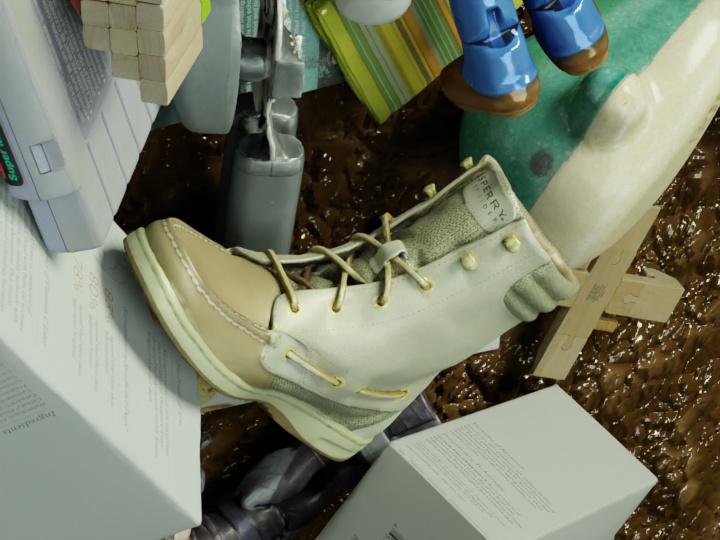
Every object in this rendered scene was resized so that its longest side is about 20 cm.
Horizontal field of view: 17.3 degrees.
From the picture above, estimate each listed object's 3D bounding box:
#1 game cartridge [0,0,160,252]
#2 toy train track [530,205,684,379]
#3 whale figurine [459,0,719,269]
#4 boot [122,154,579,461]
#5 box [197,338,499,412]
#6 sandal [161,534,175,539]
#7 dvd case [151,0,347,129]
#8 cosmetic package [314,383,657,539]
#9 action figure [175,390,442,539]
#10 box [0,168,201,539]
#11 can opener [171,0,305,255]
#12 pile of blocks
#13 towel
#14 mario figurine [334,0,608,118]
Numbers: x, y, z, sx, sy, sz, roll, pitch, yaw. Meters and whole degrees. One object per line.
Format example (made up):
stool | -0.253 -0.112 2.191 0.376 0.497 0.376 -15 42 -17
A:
game cartridge | -0.130 -0.121 0.942 0.130 0.038 0.201 -68 150 -46
toy train track | 0.086 -0.003 1.254 0.199 0.033 0.115 9 120 -35
whale figurine | 0.124 -0.098 1.151 0.200 0.104 0.159 -56 169 17
boot | 0.000 0.000 1.058 0.154 0.072 0.200 -33 143 14
box | -0.025 0.032 1.167 0.199 0.039 0.042 -11 127 -23
sandal | -0.122 0.163 1.137 0.054 0.082 0.201 -2 133 -30
dvd case | -0.013 -0.151 1.081 0.199 0.022 0.147 -18 128 -29
cosmetic package | 0.061 0.136 1.227 0.108 0.085 0.200 -54 162 21
action figure | -0.049 0.121 1.210 0.200 0.069 0.130 -35 141 -8
box | -0.157 0.025 0.997 0.097 0.125 0.200 -21 138 18
can opener | -0.060 -0.055 1.071 0.066 0.054 0.201 1 135 -10
pile of blocks | -0.082 -0.161 0.963 0.082 0.062 0.201 79 23 -61
towel | 0.064 -0.158 1.111 0.200 0.018 0.086 -41 139 -9
mario figurine | 0.045 -0.175 1.044 0.124 0.105 0.201 -57 139 -42
